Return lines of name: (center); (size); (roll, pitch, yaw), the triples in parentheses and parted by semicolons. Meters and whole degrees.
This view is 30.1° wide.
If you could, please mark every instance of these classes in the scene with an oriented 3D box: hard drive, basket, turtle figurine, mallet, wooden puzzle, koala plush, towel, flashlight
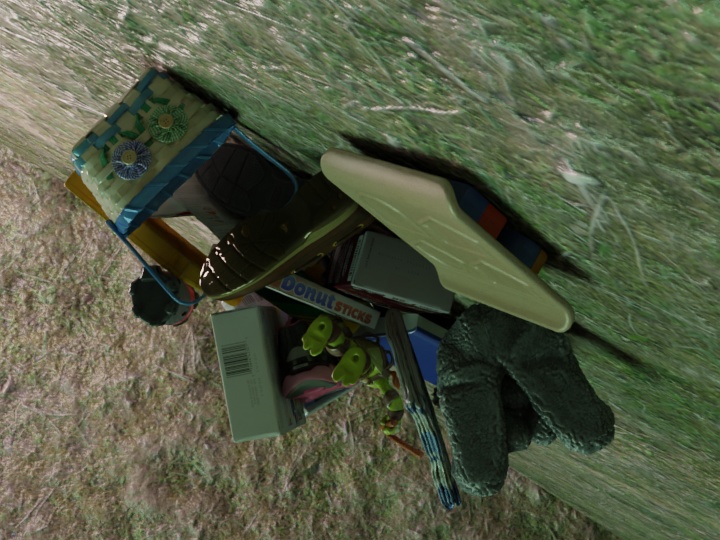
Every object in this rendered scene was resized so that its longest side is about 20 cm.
hard drive: (0.085, 0.104, 1.696); (0.131, 0.026, 0.199); (-9, 153, 42)
basket: (-0.187, -0.088, 1.356); (0.200, 0.177, 0.139); (43, 169, -8)
turtle figurine: (0.007, 0.108, 1.448); (0.201, 0.064, 0.161); (58, -172, 22)
mallet: (0.072, 0.052, 1.730); (0.066, 0.041, 0.200); (53, 163, -14)
wooden puzzle: (0.080, -0.036, 1.149); (0.200, 0.046, 0.185); (43, 167, -36)
koala plush: (0.157, 0.124, 1.426); (0.200, 0.176, 0.185); (45, -157, -84)
towel: (0.067, 0.153, 1.465); (0.147, 0.024, 0.201); (-104, -5, -46)
flashlight: (-0.219, 0.034, 1.480); (0.068, 0.068, 0.200); (38, 180, -3)

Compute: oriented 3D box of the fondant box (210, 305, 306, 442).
fondant box: (-0.115, 0.116, 1.546); (0.058, 0.145, 0.200); (-11, 177, 6)

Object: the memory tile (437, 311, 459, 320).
memory tile: (0.169, 0.105, 1.788); (0.199, 0.017, 0.153); (35, 172, -17)

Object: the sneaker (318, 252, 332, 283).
sneaker: (0.000, 0.000, 1.576); (0.199, 0.073, 0.072); (32, 171, -13)

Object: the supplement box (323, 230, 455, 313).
supplement box: (0.031, 0.005, 1.434); (0.108, 0.061, 0.200); (16, 176, -9)

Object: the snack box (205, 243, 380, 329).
snack box: (-0.070, 0.018, 1.456); (0.199, 0.024, 0.072); (25, 176, -40)

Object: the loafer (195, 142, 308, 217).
loafer: (-0.093, -0.079, 1.453); (0.199, 0.072, 0.063); (24, 174, 28)

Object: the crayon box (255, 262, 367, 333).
crayon box: (-0.075, -0.002, 1.652); (0.172, 0.058, 0.200); (33, -165, -10)

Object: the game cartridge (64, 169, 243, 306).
game cartridge: (-0.230, -0.033, 1.523); (0.176, 0.033, 0.200); (38, -178, 18)

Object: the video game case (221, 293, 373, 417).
video game case: (-0.057, 0.076, 1.728); (0.183, 0.199, 0.023); (54, 134, 10)

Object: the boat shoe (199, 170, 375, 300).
boat shoe: (-0.068, -0.024, 1.303); (0.067, 0.199, 0.072); (35, -150, -47)

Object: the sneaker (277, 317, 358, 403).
sneaker: (-0.056, 0.100, 1.560); (0.200, 0.079, 0.096); (57, -168, -79)

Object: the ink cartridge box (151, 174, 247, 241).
ink cartridge box: (-0.168, -0.071, 1.509); (0.200, 0.050, 0.162); (41, -152, 27)
